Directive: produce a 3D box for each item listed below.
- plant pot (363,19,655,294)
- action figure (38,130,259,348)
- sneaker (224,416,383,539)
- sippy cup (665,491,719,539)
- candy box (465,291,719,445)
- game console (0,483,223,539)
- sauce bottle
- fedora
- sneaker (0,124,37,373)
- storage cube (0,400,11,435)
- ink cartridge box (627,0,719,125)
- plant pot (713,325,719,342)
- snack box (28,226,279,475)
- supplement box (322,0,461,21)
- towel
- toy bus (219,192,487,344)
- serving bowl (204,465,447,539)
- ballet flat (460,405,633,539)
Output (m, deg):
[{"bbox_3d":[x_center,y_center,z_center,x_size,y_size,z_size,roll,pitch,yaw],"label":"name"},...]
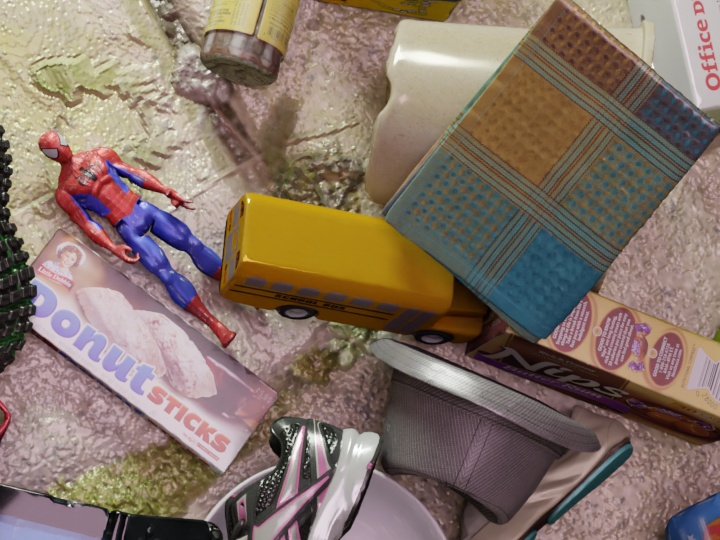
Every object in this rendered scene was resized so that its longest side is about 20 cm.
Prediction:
[{"bbox_3d":[0.102,-0.099,1.538,0.182,0.201,0.202,12,77,1],"label":"plant pot"},{"bbox_3d":[-0.154,-0.031,1.532,0.200,0.052,0.066,41,79,0],"label":"action figure"},{"bbox_3d":[-0.058,0.190,1.436,0.086,0.081,0.201,21,64,4],"label":"sneaker"},{"bbox_3d":[0.287,0.225,1.543,0.139,0.177,0.131,-29,71,27],"label":"sippy cup"},{"bbox_3d":[0.187,0.064,1.551,0.198,0.117,0.057,20,77,-9],"label":"candy box"},{"bbox_3d":[-0.201,0.253,1.435,0.116,0.175,0.202,21,74,-37],"label":"game console"},{"bbox_3d":[-0.065,-0.239,1.580,0.064,0.065,0.202,18,76,-8],"label":"sauce bottle"},{"bbox_3d":[0.074,0.118,1.486,0.176,0.200,0.091,24,89,-9],"label":"fedora"},{"bbox_3d":[-0.283,-0.016,1.488,0.085,0.078,0.202,-19,70,26],"label":"sneaker"},{"bbox_3d":[-0.348,0.114,1.392,0.171,0.180,0.200,42,73,-2],"label":"storage cube"},{"bbox_3d":[0.319,-0.194,1.645,0.198,0.084,0.146,-10,82,-14],"label":"ink cartridge box"},{"bbox_3d":[0.408,0.026,1.575,0.199,0.181,0.200,33,74,-6],"label":"plant pot"},{"bbox_3d":[-0.157,0.058,1.524,0.199,0.024,0.072,37,76,-3],"label":"snack box"},{"bbox_3d":[0.036,-0.304,1.591,0.108,0.109,0.202,7,78,-11],"label":"supplement box"},{"bbox_3d":[0.128,-0.067,1.442,0.146,0.022,0.200,40,109,4],"label":"towel"},{"bbox_3d":[0.000,0.000,1.520,0.198,0.078,0.066,11,68,-17],"label":"toy bus"},{"bbox_3d":[-0.031,0.237,1.493,0.198,0.066,0.202,2,76,-7],"label":"serving bowl"},{"bbox_3d":[0.115,0.173,1.547,0.200,0.069,0.070,-43,90,-20],"label":"ballet flat"}]
